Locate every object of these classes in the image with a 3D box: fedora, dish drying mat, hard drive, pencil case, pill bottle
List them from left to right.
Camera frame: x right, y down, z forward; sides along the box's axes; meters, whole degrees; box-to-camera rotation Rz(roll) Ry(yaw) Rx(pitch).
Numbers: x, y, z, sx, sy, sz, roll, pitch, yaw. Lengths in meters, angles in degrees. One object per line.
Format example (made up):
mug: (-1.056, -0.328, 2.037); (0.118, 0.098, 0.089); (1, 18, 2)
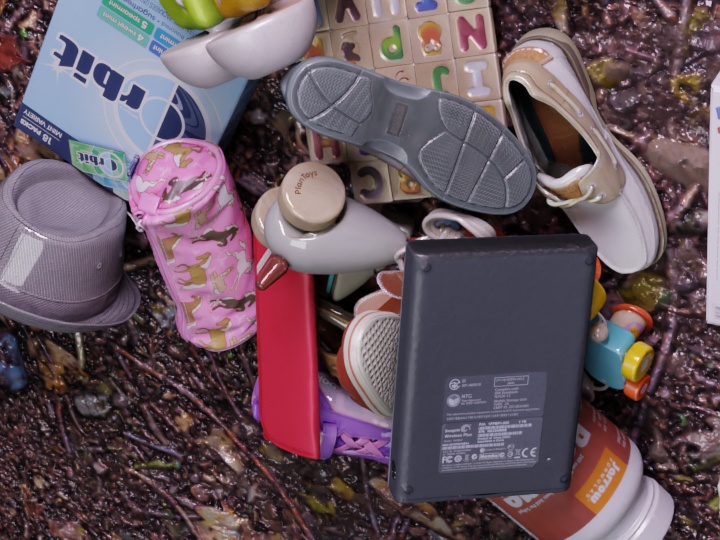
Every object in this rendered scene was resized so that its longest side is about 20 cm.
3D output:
fedora: (-0.253, -0.033, 1.596); (0.177, 0.200, 0.091); (38, 115, 15)
pencil case: (-0.130, -0.017, 1.556); (0.086, 0.083, 0.200); (-9, 142, 5)
dish drying mat: (-0.061, 0.049, 1.552); (0.077, 0.018, 0.201); (15, 110, 50)
hard drive: (0.096, 0.072, 1.397); (0.139, 0.033, 0.201); (-2, 115, -14)
pill bottle: (0.152, 0.152, 1.524); (0.200, 0.112, 0.112); (40, 132, -16)

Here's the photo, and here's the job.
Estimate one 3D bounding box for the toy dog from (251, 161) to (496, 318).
toy dog: (0.000, 0.000, 1.432); (0.199, 0.097, 0.132); (20, 160, 12)

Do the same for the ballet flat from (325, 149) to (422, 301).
ballet flat: (0.017, -0.052, 1.505); (0.069, 0.070, 0.201); (22, 129, 14)

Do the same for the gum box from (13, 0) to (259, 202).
gum box: (-0.179, -0.151, 1.555); (0.169, 0.045, 0.200); (33, 131, 4)

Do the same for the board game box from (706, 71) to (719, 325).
board game box: (0.312, -0.041, 1.363); (0.126, 0.035, 0.201); (11, 126, 23)

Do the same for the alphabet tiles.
alphabet tiles: (0.026, -0.151, 1.419); (0.166, 0.006, 0.201); (-4, 99, 28)

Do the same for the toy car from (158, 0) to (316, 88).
toy car: (-0.086, -0.235, 1.374); (0.200, 0.150, 0.176); (0, 118, 64)

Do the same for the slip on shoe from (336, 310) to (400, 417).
slip on shoe: (0.008, 0.074, 1.450); (0.061, 0.075, 0.200); (9, 170, 12)

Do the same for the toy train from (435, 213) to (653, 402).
toy train: (0.152, 0.019, 1.486); (0.200, 0.056, 0.150); (47, 158, -20)

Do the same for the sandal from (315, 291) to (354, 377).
sandal: (0.007, 0.077, 1.580); (0.200, 0.080, 0.054); (38, 88, -4)

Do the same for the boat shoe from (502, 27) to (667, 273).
boat shoe: (0.157, -0.075, 1.403); (0.075, 0.068, 0.201); (-19, 110, 37)

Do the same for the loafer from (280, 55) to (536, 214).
loafer: (0.034, -0.103, 1.366); (0.199, 0.063, 0.072); (25, 95, -19)

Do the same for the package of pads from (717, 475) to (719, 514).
package of pads: (0.344, 0.129, 1.351); (0.154, 0.200, 0.068); (4, 125, 27)

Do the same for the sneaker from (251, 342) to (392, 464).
sneaker: (-0.011, 0.131, 1.626); (0.199, 0.089, 0.081); (27, 129, 9)
